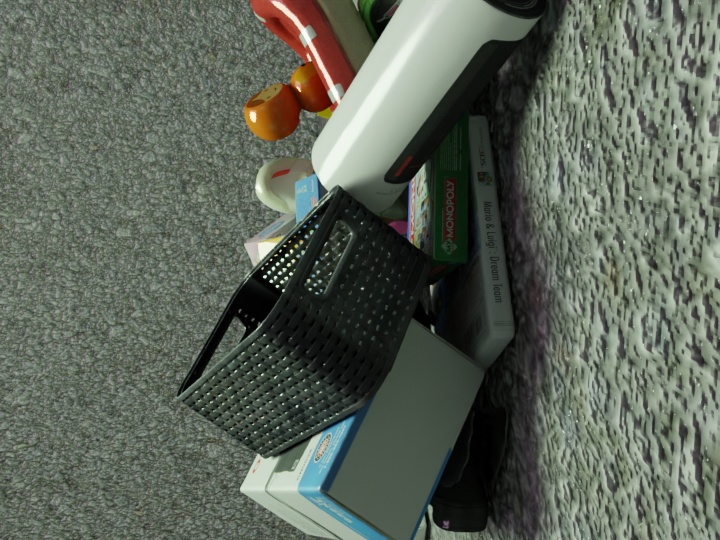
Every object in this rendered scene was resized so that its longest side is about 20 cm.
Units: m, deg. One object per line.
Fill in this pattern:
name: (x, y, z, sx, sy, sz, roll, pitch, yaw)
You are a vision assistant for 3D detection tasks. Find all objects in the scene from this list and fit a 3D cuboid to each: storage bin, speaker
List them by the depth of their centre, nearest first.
speaker: (0.039, -0.131, 0.580, 0.200, 0.080, 0.083, -50, 36, 45)
storage bin: (-0.047, 0.046, 0.640, 0.199, 0.093, 0.137, -37, 21, 50)

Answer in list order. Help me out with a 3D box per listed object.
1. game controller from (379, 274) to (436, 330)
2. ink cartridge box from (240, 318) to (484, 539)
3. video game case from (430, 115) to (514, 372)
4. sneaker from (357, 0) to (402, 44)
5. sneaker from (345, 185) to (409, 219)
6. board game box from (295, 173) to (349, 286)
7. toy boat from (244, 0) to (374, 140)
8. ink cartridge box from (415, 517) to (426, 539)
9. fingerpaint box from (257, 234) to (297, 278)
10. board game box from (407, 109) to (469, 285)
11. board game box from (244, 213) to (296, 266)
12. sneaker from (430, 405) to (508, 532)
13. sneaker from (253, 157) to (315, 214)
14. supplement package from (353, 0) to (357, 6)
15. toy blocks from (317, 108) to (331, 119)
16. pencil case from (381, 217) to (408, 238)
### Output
game controller: (0.044, 0.060, 0.762, 0.201, 0.041, 0.106, 81, 178, -61)
ink cartridge box: (-0.006, 0.133, 0.670, 0.147, 0.083, 0.199, -62, 15, -24)
video game case: (0.088, 0.001, 0.713, 0.201, 0.023, 0.186, 102, 166, -66)
sneaker: (0.051, -0.222, 0.763, 0.200, 0.082, 0.078, 14, -82, -78)
sneaker: (0.043, -0.136, 0.857, 0.076, 0.089, 0.204, 104, 180, -66)
board game box: (0.000, 0.000, 0.936, 0.199, 0.036, 0.155, 27, -126, -51)
toy boat: (-0.046, -0.164, 0.740, 0.203, 0.129, 0.131, 62, 180, 1)
ink cartridge box: (0.027, 0.334, 1.033, 0.148, 0.081, 0.204, -101, 11, -57)
fingerpaint box: (-0.026, 0.039, 0.992, 0.199, 0.072, 0.171, -5, -94, -59)
board game box: (0.064, -0.098, 0.692, 0.135, 0.028, 0.205, 126, 147, -79)
board game box: (-0.046, 0.013, 1.081, 0.200, 0.043, 0.202, -44, -64, -52)
sneaker: (0.076, 0.153, 0.707, 0.200, 0.059, 0.107, -177, 87, -80)
sneaker: (-0.027, -0.100, 0.998, 0.093, 0.196, 0.072, 167, 111, -65)
supplement package: (-0.002, -0.393, 0.904, 0.192, 0.143, 0.205, 113, 156, -74)
toy blocks: (0.012, -0.228, 1.066, 0.137, 0.098, 0.205, -20, -56, -84)
pencil case: (0.028, -0.100, 0.921, 0.091, 0.092, 0.204, 121, 149, -58)
